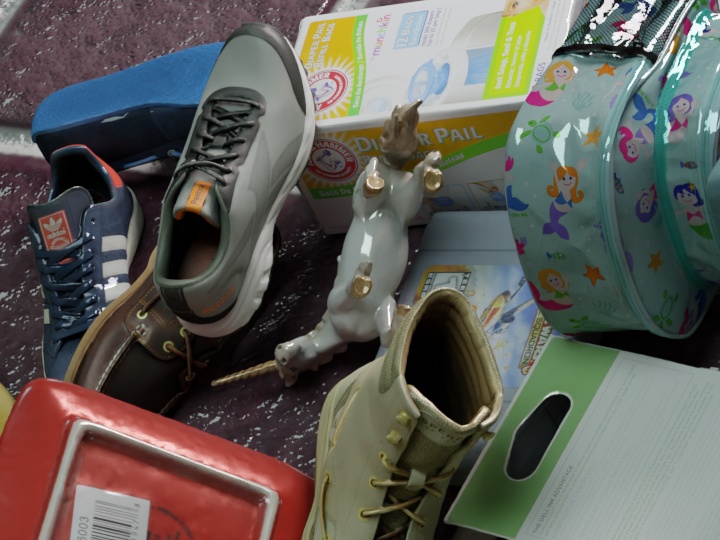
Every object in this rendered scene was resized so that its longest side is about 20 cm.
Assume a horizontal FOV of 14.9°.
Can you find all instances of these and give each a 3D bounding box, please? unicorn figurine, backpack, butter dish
[{"bbox_3d":[0.000,0.000,1.698,0.200,0.074,0.137,-60,8,-11],"label":"unicorn figurine"},{"bbox_3d":[0.171,-0.058,1.615,0.150,0.178,0.200,6,40,35],"label":"backpack"},{"bbox_3d":[-0.141,0.193,1.594,0.199,0.148,0.201,22,51,-11],"label":"butter dish"}]

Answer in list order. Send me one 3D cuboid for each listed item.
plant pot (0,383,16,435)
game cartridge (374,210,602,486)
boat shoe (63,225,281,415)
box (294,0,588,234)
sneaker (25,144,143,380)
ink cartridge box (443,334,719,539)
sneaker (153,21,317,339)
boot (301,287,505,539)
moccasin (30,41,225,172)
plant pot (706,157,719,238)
[{"bbox_3d":[-0.335,0.100,1.776,0.199,0.142,0.201,-15,45,16],"label":"plant pot"},{"bbox_3d":[0.079,0.043,1.686,0.133,0.042,0.200,-4,48,31],"label":"game cartridge"},{"bbox_3d":[-0.121,0.037,1.771,0.070,0.070,0.200,5,53,37],"label":"boat shoe"},{"bbox_3d":[0.056,-0.104,1.786,0.199,0.101,0.113,-5,47,24],"label":"box"},{"bbox_3d":[-0.191,-0.001,1.836,0.075,0.085,0.200,-18,44,13],"label":"sneaker"},{"bbox_3d":[0.167,0.119,1.556,0.199,0.048,0.146,10,55,36],"label":"ink cartridge box"},{"bbox_3d":[-0.081,-0.061,1.718,0.074,0.079,0.201,7,77,23],"label":"sneaker"},{"bbox_3d":[0.025,0.124,1.535,0.073,0.155,0.201,13,61,-16],"label":"boot"},{"bbox_3d":[-0.128,-0.109,1.919,0.199,0.068,0.081,-8,39,20],"label":"moccasin"},{"bbox_3d":[0.307,-0.036,1.502,0.199,0.197,0.196,0,37,34],"label":"plant pot"}]
